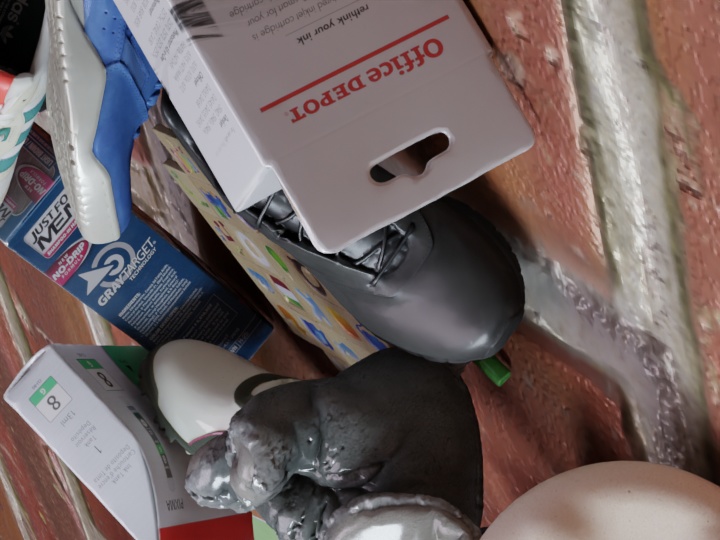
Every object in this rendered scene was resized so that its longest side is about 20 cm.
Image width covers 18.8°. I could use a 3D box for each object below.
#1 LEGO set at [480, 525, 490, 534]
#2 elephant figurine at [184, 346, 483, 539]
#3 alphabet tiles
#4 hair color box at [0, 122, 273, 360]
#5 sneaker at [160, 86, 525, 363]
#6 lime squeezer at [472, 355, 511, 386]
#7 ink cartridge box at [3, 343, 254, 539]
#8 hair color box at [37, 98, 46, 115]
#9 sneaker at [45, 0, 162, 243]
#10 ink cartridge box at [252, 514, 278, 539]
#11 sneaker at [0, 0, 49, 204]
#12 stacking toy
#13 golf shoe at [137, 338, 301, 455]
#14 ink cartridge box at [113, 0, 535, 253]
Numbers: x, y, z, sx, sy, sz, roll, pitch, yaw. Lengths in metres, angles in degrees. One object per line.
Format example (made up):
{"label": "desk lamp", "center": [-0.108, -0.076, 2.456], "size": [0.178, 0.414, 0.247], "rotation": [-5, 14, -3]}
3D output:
{"label": "LEGO set", "center": [0.029, 0.212, 1.101], "size": [0.154, 0.200, 0.116], "rotation": [50, 169, -33]}
{"label": "elephant figurine", "center": [0.018, 0.147, 0.989], "size": [0.155, 0.141, 0.200], "rotation": [-50, 59, 43]}
{"label": "alphabet tiles", "center": [-0.031, 0.006, 1.130], "size": [0.200, 0.006, 0.166], "rotation": [53, 166, -28]}
{"label": "hair color box", "center": [-0.146, -0.012, 1.261], "size": [0.100, 0.061, 0.200], "rotation": [39, 178, 44]}
{"label": "sneaker", "center": [-0.015, -0.026, 0.970], "size": [0.200, 0.076, 0.091], "rotation": [35, -172, 23]}
{"label": "lime squeezer", "center": [0.000, 0.000, 1.089], "size": [0.200, 0.038, 0.071], "rotation": [31, 143, 52]}
{"label": "ink cartridge box", "center": [-0.096, 0.125, 1.254], "size": [0.200, 0.050, 0.161], "rotation": [43, -171, 14]}
{"label": "hair color box", "center": [-0.178, -0.196, 1.169], "size": [0.061, 0.101, 0.201], "rotation": [17, 132, 64]}
{"label": "sneaker", "center": [-0.094, -0.113, 1.045], "size": [0.077, 0.111, 0.201], "rotation": [-137, 41, -66]}
{"label": "ink cartridge box", "center": [0.009, 0.215, 1.321], "size": [0.200, 0.048, 0.146], "rotation": [16, 130, 64]}
{"label": "sneaker", "center": [-0.197, -0.091, 1.106], "size": [0.070, 0.200, 0.093], "rotation": [24, -162, -7]}
{"label": "stacking toy", "center": [0.109, 0.165, 0.956], "size": [0.146, 0.146, 0.200], "rotation": [58, 175, 9]}
{"label": "golf shoe", "center": [-0.033, 0.084, 1.204], "size": [0.200, 0.077, 0.088], "rotation": [33, 131, 17]}
{"label": "ink cartridge box", "center": [-0.028, -0.106, 0.913], "size": [0.200, 0.116, 0.067], "rotation": [60, 159, 5]}
